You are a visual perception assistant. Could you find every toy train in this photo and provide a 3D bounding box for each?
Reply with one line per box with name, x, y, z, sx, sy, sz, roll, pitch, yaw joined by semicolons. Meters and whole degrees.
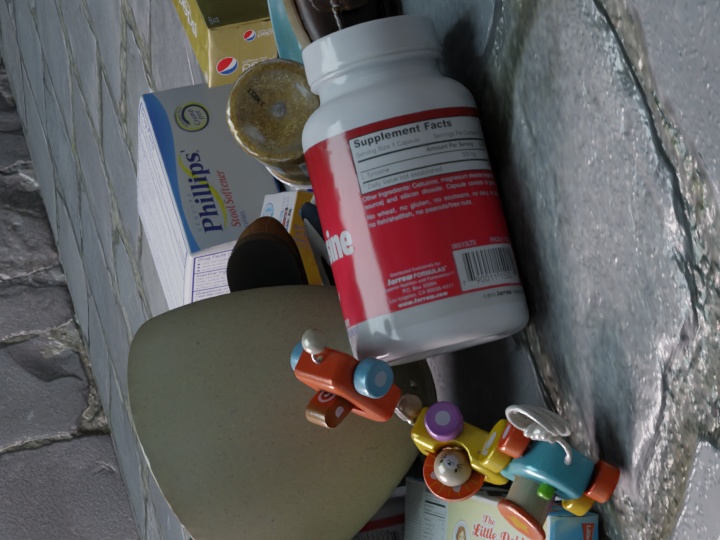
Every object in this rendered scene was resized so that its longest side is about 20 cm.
toy train;0.048;0.100;1.181;0.200;0.056;0.150;16;165;43

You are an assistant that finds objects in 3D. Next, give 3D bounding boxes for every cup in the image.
cup;-0.035;0.089;1.338;0.200;0.143;0.201;47;-154;-32

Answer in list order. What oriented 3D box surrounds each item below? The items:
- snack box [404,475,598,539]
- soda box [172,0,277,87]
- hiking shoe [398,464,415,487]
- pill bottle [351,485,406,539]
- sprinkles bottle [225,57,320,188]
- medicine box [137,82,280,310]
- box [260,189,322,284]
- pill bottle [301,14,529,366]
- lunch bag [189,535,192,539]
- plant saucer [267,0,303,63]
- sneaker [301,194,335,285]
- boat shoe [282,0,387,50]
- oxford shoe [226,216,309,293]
snack box;0.084;0.198;1.289;0.200;0.037;0.117;-176;87;-66
soda box;-0.130;-0.251;1.799;0.068;0.064;0.200;92;160;-45
hiking shoe;-0.002;0.115;1.631;0.200;0.074;0.087;46;133;53
pill bottle;0.045;0.255;1.443;0.114;0.114;0.201;158;99;-76
sprinkles bottle;-0.046;-0.098;1.396;0.200;0.068;0.068;37;-140;-85
medicine box;-0.140;-0.048;1.934;0.200;0.103;0.183;102;152;-58
box;-0.064;0.013;1.681;0.119;0.041;0.201;180;99;-74
pill bottle;0.028;-0.048;1.254;0.112;0.112;0.201;143;114;-75
lunch bag;-0.061;0.257;1.409;0.200;0.077;0.161;-81;-33;-65
plant saucer;-0.035;-0.199;1.548;0.200;0.027;0.201;168;90;-75
sneaker;0.000;0.000;1.484;0.199;0.079;0.130;106;155;-72
boat shoe;-0.019;-0.202;1.389;0.200;0.070;0.070;62;-151;3
oxford shoe;-0.054;0.055;1.478;0.071;0.071;0.201;-82;-11;-65
